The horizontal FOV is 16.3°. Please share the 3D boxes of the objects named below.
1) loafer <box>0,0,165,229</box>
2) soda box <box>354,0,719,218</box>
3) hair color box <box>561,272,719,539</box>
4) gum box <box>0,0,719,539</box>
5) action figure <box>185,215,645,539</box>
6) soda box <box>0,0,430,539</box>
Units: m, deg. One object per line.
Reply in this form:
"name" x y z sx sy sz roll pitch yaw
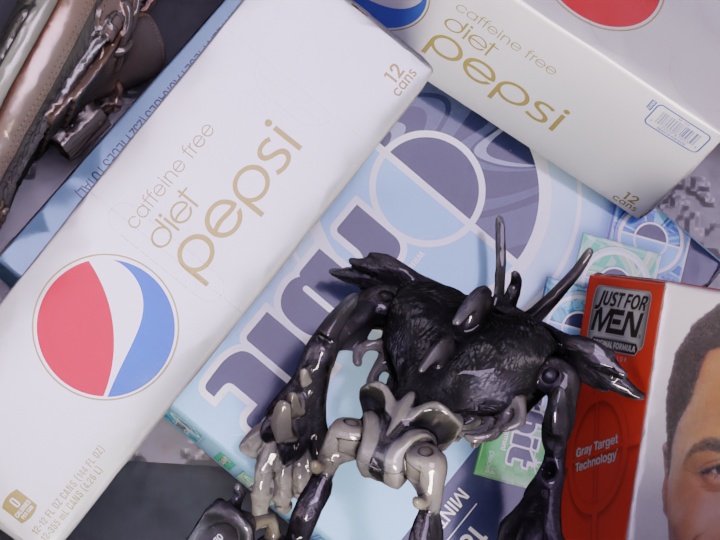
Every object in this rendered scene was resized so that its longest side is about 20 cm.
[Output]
"loafer" -0.085 -0.100 0.894 0.063 0.072 0.200 26 75 -11
"soda box" 0.042 -0.107 0.874 0.200 0.064 0.068 33 54 -7
"hair color box" 0.120 0.107 0.868 0.101 0.061 0.200 8 89 -20
"gum box" 0.000 0.000 0.900 0.200 0.045 0.170 40 78 0
"action figure" 0.013 0.067 0.821 0.119 0.102 0.200 27 44 15
"soda box" -0.064 -0.005 0.822 0.064 0.068 0.200 38 86 -2
